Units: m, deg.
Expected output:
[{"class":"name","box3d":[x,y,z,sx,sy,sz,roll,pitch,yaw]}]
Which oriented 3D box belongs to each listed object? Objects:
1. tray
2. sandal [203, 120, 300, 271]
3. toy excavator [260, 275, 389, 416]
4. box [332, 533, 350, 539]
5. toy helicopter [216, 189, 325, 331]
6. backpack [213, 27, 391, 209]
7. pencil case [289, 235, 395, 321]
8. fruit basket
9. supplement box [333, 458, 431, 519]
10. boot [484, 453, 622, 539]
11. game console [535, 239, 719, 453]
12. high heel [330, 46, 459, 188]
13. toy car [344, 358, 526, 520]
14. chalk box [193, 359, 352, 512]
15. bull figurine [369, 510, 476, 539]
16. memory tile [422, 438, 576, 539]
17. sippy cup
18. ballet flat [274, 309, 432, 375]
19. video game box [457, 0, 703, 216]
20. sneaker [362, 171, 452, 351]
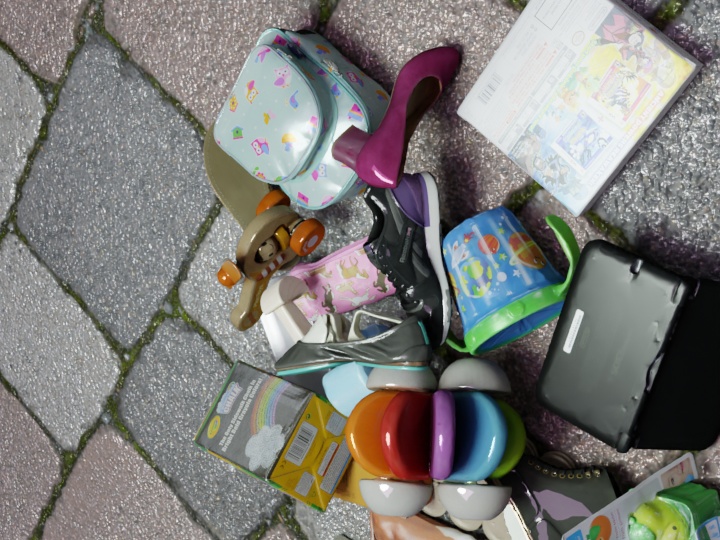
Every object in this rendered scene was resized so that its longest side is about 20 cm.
[{"class":"tray","box3d":[-0.079,0.103,1.329,0.107,0.022,0.201,-18,93,49]},{"class":"sandal","box3d":[-0.147,-0.093,1.301,0.213,0.077,0.070,62,169,0]},{"class":"toy excavator","box3d":[-0.017,0.105,1.197,0.100,0.199,0.196,-33,63,35]},{"class":"box","box3d":[0.011,0.474,1.326,0.199,0.109,0.129,24,115,25]},{"class":"toy helicopter","box3d":[-0.130,0.005,1.210,0.079,0.132,0.201,39,134,20]},{"class":"backpack","box3d":[-0.063,-0.174,1.178,0.200,0.153,0.176,38,115,10]},{"class":"pencil case","box3d":[0.000,0.000,1.223,0.199,0.083,0.087,-25,85,36]},{"class":"fruit basket","box3d":[0.305,0.314,1.030,0.093,0.199,0.187,0,109,53]},{"class":"supplement box","box3d":[-0.004,0.263,1.297,0.199,0.069,0.067,7,106,35]},{"class":"boot","box3d":[0.219,0.229,1.143,0.138,0.077,0.201,-29,83,20]},{"class":"game console","box3d":[0.305,0.081,1.039,0.175,0.116,0.201,29,116,32]},{"class":"high heel","box3d":[0.065,-0.166,1.084,0.096,0.200,0.068,33,163,33]},{"class":"toy car","box3d":[0.079,0.179,1.073,0.198,0.150,0.177,1,77,11]},{"class":"chalk box","box3d":[-0.117,0.205,1.268,0.199,0.124,0.125,16,72,45]},{"class":"bull figurine","box3d":[0.094,0.368,1.268,0.199,0.065,0.122,25,121,32]},{"class":"memory tile","box3d":[0.164,0.265,1.228,0.199,0.017,0.155,19,112,29]},{"class":"sippy cup","box3d":[0.153,0.006,1.104,0.177,0.140,0.131,-27,74,1]},{"class":"ballet flat","box3d":[-0.010,0.080,1.100,0.199,0.068,0.069,-6,86,28]},{"class":"video game box","box3d":[0.227,-0.192,1.046,0.182,0.047,0.201,45,123,17]},{"class":"sneaker","box3d":[0.043,-0.006,1.097,0.076,0.087,0.202,168,95,-68]}]
